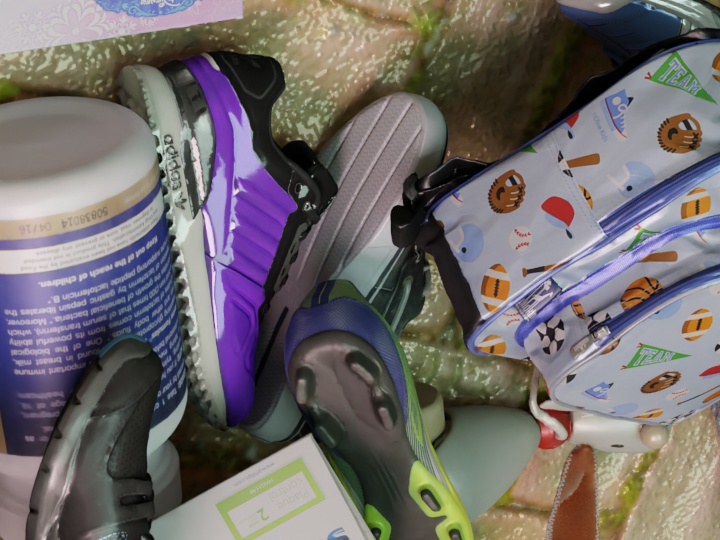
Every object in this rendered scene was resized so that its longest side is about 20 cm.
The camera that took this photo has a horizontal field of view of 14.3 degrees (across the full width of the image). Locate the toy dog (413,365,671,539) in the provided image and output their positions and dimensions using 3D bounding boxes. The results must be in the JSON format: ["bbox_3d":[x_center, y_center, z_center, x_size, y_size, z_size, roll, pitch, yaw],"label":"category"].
[{"bbox_3d":[0.084,0.100,1.529,0.200,0.096,0.132,-31,122,-12],"label":"toy dog"}]

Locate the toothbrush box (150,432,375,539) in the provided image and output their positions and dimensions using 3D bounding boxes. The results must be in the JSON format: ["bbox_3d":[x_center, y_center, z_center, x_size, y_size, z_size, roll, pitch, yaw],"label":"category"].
[{"bbox_3d":[-0.071,0.174,1.422,0.145,0.200,0.086,-28,77,-13],"label":"toothbrush box"}]

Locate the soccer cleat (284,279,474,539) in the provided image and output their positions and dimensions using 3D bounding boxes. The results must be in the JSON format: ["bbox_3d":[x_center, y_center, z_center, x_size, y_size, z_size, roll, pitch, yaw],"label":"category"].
[{"bbox_3d":[0.015,0.092,1.432,0.064,0.084,0.201,-14,123,12],"label":"soccer cleat"}]

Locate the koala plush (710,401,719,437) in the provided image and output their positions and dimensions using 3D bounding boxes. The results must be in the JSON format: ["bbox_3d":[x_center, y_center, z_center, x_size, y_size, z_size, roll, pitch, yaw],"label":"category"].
[{"bbox_3d":[0.315,0.121,1.581,0.177,0.200,0.185,-18,109,-20],"label":"koala plush"}]

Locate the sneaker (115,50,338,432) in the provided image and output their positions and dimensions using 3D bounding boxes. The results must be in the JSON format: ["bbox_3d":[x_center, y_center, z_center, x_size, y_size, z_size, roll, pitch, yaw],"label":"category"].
[{"bbox_3d":[-0.055,-0.016,1.422,0.099,0.070,0.201,-17,119,-20],"label":"sneaker"}]

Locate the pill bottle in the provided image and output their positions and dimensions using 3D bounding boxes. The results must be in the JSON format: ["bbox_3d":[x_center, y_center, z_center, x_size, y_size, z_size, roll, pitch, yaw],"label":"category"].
[{"bbox_3d":[-0.143,0.028,1.370,0.115,0.116,0.201,-16,117,-20],"label":"pill bottle"}]

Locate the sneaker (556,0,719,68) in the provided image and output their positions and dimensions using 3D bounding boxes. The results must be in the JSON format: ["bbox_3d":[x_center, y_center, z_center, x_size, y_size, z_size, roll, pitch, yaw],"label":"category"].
[{"bbox_3d":[0.175,-0.096,1.503,0.200,0.076,0.077,30,92,-32],"label":"sneaker"}]

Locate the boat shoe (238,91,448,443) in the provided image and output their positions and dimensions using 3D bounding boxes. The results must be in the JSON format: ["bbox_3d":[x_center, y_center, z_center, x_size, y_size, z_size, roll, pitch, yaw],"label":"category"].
[{"bbox_3d":[0.000,0.000,1.468,0.071,0.072,0.200,11,117,-38],"label":"boat shoe"}]

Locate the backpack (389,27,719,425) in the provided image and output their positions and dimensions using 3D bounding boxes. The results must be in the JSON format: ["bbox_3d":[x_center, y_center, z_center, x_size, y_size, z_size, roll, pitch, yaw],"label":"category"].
[{"bbox_3d":[0.147,-0.022,1.404,0.190,0.154,0.200,-44,154,22],"label":"backpack"}]

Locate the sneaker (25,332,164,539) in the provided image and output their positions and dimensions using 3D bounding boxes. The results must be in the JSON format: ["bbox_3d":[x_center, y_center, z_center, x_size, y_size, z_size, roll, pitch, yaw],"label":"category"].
[{"bbox_3d":[-0.115,0.129,1.291,0.082,0.073,0.201,16,90,-1],"label":"sneaker"}]

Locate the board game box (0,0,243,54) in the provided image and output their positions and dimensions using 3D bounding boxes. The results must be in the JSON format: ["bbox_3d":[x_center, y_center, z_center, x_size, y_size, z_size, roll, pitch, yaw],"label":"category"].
[{"bbox_3d":[-0.152,-0.200,1.311,0.199,0.041,0.200,-11,116,-23],"label":"board game box"}]
